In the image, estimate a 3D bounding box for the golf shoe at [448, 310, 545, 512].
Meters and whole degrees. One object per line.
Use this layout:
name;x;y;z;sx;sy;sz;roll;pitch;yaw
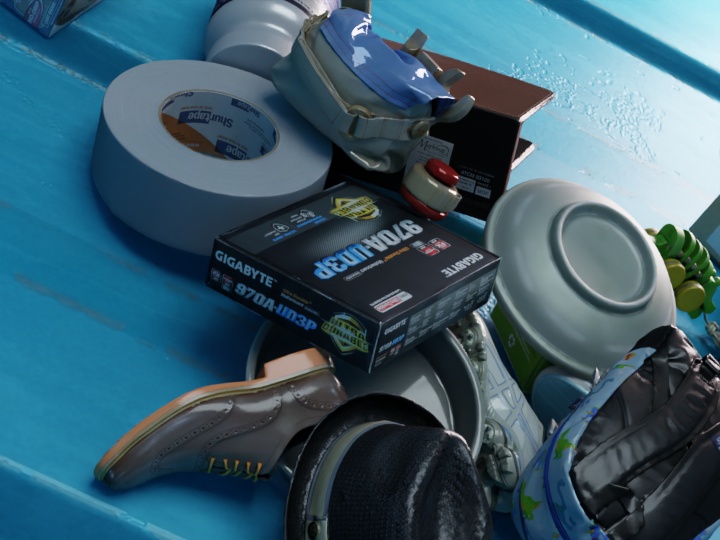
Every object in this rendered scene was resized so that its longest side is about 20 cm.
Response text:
golf shoe;0.108;0.118;1.447;0.097;0.078;0.202;22;43;-41

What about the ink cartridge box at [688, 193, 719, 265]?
ink cartridge box;0.469;-0.013;1.814;0.164;0.075;0.200;-22;65;-47

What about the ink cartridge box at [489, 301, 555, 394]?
ink cartridge box;0.193;0.024;1.586;0.146;0.076;0.201;9;37;-27

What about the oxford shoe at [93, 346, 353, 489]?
oxford shoe;-0.096;0.123;1.257;0.198;0.071;0.073;-22;74;-19

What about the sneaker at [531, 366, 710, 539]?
sneaker;0.242;0.136;1.503;0.200;0.080;0.131;45;41;-2

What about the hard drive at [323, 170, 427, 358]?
hard drive;0.000;0.000;1.498;0.134;0.042;0.201;25;40;-11

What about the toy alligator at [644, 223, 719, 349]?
toy alligator;0.315;0.007;1.635;0.200;0.054;0.060;41;17;-39

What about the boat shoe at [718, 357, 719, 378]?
boat shoe;0.400;0.044;1.689;0.067;0.057;0.201;33;74;-10

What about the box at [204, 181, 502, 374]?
box;-0.003;0.000;1.362;0.158;0.046;0.199;28;28;23

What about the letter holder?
letter holder;0.063;-0.137;1.591;0.198;0.102;0.142;19;24;15

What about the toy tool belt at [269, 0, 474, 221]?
toy tool belt;0.028;-0.150;1.451;0.200;0.123;0.125;42;18;18

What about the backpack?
backpack;0.211;0.163;1.348;0.164;0.153;0.200;55;36;-3

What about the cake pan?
cake pan;0.001;0.106;1.361;0.198;0.037;0.202;10;58;-16

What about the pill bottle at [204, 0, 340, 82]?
pill bottle;-0.084;-0.228;1.613;0.115;0.116;0.201;25;40;-11

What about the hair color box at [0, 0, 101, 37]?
hair color box;-0.241;-0.303;1.593;0.060;0.100;0.200;37;39;3

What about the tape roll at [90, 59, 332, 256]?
tape roll;-0.126;-0.097;1.458;0.198;0.067;0.201;12;35;-9

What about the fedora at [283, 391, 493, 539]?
fedora;0.039;0.184;1.238;0.199;0.091;0.203;10;74;-37

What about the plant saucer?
plant saucer;0.200;-0.003;1.487;0.198;0.050;0.202;16;54;-22
